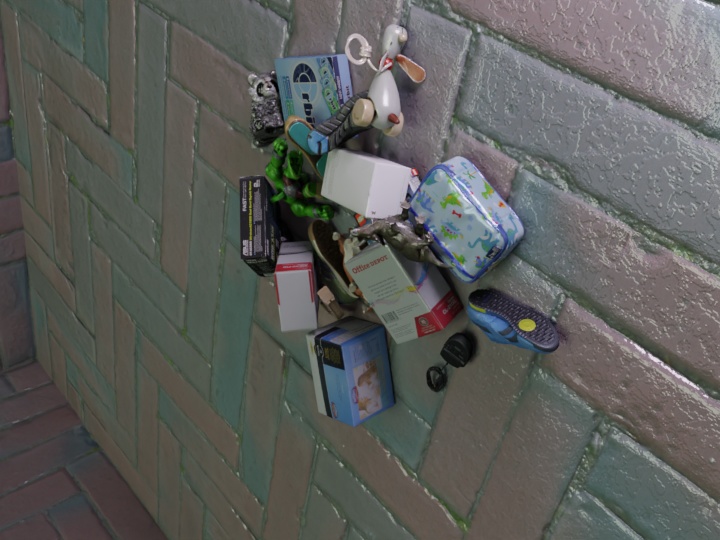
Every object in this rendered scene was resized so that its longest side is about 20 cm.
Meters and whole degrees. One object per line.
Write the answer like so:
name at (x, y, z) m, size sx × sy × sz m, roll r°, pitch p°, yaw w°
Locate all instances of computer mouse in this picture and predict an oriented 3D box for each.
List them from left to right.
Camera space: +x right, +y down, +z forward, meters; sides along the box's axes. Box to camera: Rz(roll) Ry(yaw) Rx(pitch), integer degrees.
computer mouse at (0.180, 0.186, 1.642) m, size 0.059 × 0.034 × 0.200 m, roll 39°, pitch 142°, yaw 10°

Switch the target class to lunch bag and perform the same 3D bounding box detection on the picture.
lunch bag at (0.182, -0.086, 1.447) m, size 0.200 × 0.082 × 0.161 m, roll 51°, pitch 139°, yaw 11°

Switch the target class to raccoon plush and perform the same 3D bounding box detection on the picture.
raccoon plush at (-0.233, -0.367, 1.838) m, size 0.200 × 0.097 × 0.134 m, roll -21°, pitch 83°, yaw 53°

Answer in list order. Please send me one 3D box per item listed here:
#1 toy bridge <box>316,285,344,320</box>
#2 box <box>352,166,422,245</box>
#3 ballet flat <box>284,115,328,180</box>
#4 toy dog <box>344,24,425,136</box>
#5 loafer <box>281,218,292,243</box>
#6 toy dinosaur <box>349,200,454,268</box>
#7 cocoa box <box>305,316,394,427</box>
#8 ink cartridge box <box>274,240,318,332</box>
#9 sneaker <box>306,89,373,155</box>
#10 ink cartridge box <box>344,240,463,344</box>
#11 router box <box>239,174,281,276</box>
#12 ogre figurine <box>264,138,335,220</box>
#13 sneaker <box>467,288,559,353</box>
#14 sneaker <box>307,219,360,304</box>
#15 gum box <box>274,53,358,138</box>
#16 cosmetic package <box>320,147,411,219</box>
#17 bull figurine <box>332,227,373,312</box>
toy bridge at (-0.064, 0.080, 1.816) m, size 0.067 × 0.027 × 0.200 m, roll 51°, pitch 173°, yaw 7°
box at (0.075, -0.100, 1.619) m, size 0.200 × 0.040 × 0.137 m, roll -36°, pitch 79°, yaw 52°
ballet flat at (-0.087, -0.251, 1.692) m, size 0.200 × 0.069 × 0.063 m, roll 49°, pitch -175°, yaw -32°
toy dog at (0.054, -0.337, 1.461) m, size 0.096 × 0.132 × 0.201 m, roll 25°, pitch 127°, yaw 55°
loafer at (-0.199, -0.045, 1.961) m, size 0.068 × 0.070 × 0.201 m, roll -15°, pitch 95°, yaw 52°
toy dinosaur at (0.085, -0.059, 1.463) m, size 0.199 × 0.077 × 0.102 m, roll 25°, pitch 149°, yaw 4°
cocoa box at (-0.022, 0.224, 1.818) m, size 0.131 × 0.133 × 0.201 m, roll 11°, pitch 116°, yaw 48°
ink cartridge box at (-0.141, 0.031, 1.831) m, size 0.200 × 0.083 × 0.145 m, roll -95°, pitch 0°, yaw -69°
sneaker at (-0.015, -0.300, 1.579) m, size 0.200 × 0.082 × 0.073 m, roll -25°, pitch 104°, yaw 19°
ink cartridge box at (0.084, 0.030, 1.593) m, size 0.146 × 0.083 × 0.200 m, roll -24°, pitch 103°, yaw 51°
router box at (-0.228, -0.101, 1.859) m, size 0.150 × 0.062 × 0.201 m, roll 57°, pitch -152°, yaw -73°
ogre figurine at (-0.147, -0.192, 1.796) m, size 0.200 × 0.098 × 0.120 m, roll 38°, pitch 152°, yaw -22°
sneaker at (0.275, 0.106, 1.458) m, size 0.200 × 0.066 × 0.079 m, roll 30°, pitch 141°, yaw 40°
sneaker at (-0.070, -0.009, 1.815) m, size 0.201 × 0.067 × 0.090 m, roll 57°, pitch 139°, yaw 5°
gum box at (-0.095, -0.364, 1.699) m, size 0.200 × 0.044 × 0.171 m, roll 14°, pitch 118°, yaw 48°
cosmetic package at (0.006, -0.172, 1.578) m, size 0.200 × 0.085 × 0.108 m, roll 33°, pitch 115°, yaw 55°
bull figurine at (0.000, 0.000, 1.711) m, size 0.121 × 0.065 × 0.201 m, roll 40°, pitch -154°, yaw -76°
